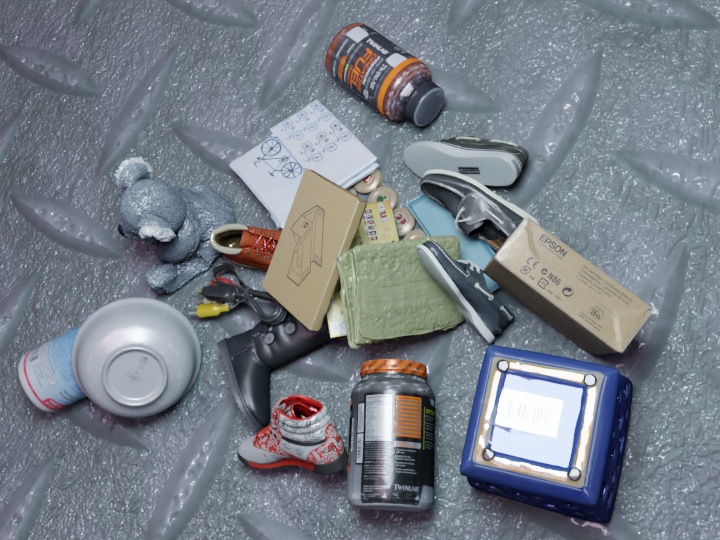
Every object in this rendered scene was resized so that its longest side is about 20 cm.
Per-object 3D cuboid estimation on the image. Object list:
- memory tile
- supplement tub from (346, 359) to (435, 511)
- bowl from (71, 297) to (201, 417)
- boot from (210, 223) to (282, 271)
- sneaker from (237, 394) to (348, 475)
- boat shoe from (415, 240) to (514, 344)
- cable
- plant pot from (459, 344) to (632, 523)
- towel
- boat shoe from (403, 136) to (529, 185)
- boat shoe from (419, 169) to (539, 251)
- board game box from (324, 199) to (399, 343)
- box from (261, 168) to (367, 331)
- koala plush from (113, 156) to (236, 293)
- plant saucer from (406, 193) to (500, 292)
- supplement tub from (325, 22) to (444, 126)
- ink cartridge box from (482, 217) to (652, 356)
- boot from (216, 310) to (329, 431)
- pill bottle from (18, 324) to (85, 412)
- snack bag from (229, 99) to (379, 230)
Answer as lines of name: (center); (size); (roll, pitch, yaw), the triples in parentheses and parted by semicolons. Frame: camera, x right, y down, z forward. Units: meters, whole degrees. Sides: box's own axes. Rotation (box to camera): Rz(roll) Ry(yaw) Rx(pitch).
memory tile: (0.010, -0.063, 1.400); (0.153, 0.017, 0.200); (-38, 64, 4)
supplement tub: (0.044, 0.232, 1.227); (0.122, 0.123, 0.200); (-3, 70, 18)
bowl: (-0.346, 0.149, 1.348); (0.201, 0.201, 0.090); (-42, 20, 1)
boot: (-0.141, -0.032, 1.390); (0.200, 0.107, 0.075); (6, 79, 20)
sneaker: (-0.113, 0.231, 1.268); (0.201, 0.108, 0.067); (-2, 26, 39)
boat shoe: (0.150, 0.020, 1.237); (0.060, 0.200, 0.076); (-42, 35, -4)
cable: (-0.188, 0.042, 1.405); (0.200, 0.050, 0.097); (9, 59, 30)
plant pot: (0.239, 0.205, 1.138); (0.200, 0.180, 0.200); (9, 76, 21)
towel: (0.062, 0.025, 1.255); (0.036, 0.200, 0.149); (17, 115, 62)
boat shoe: (0.164, -0.174, 1.363); (0.200, 0.071, 0.064); (12, 44, 31)
boat shoe: (0.169, -0.086, 1.303); (0.200, 0.072, 0.068); (33, 65, 16)
board game box: (0.000, 0.000, 1.328); (0.135, 0.035, 0.200); (-9, 74, -7)
box: (-0.072, -0.034, 1.285); (0.163, 0.021, 0.200); (35, 109, 50)
koala plush: (-0.321, -0.089, 1.422); (0.184, 0.200, 0.178); (-27, 65, 8)
plant saucer: (0.150, -0.043, 1.338); (0.070, 0.019, 0.200); (-31, 66, -3)
supplement tub: (0.043, -0.315, 1.426); (0.200, 0.107, 0.107); (39, 88, 26)
ink cartridge box: (0.269, 0.026, 1.166); (0.200, 0.165, 0.075); (37, 87, 5)
boot: (-0.108, 0.133, 1.352); (0.200, 0.066, 0.165); (-28, 67, 3)
pill bottle: (-0.449, 0.145, 1.437); (0.200, 0.109, 0.109); (-26, 65, 9)
snack bag: (-0.100, -0.179, 1.444); (0.200, 0.021, 0.189); (-35, 59, -10)
